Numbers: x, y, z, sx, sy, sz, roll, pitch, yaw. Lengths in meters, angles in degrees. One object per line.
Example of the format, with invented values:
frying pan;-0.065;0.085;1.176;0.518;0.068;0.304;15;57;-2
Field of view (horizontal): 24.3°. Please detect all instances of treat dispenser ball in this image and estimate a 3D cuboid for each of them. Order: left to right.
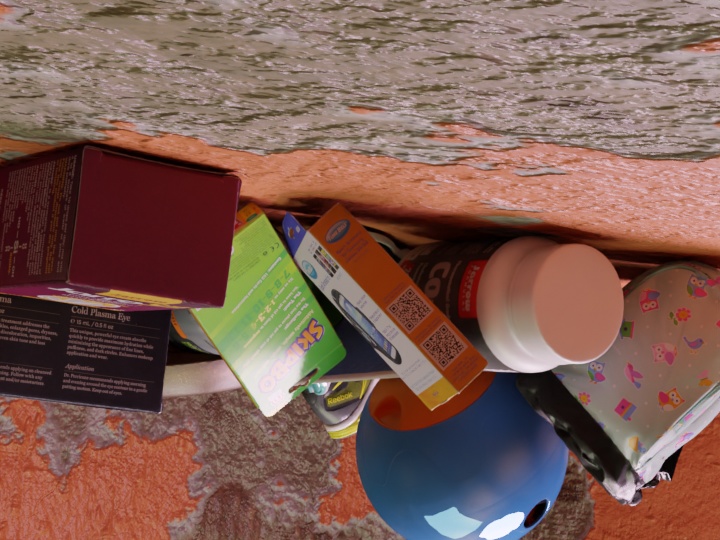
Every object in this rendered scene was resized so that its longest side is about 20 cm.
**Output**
treat dispenser ball;0.095;0.165;1.567;0.200;0.202;0.201;6;174;1

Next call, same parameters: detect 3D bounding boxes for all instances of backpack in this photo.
backpack;0.252;0.085;1.438;0.167;0.200;0.127;49;-175;9

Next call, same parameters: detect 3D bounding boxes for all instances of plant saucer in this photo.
plant saucer;-0.159;0.092;1.592;0.199;0.037;0.200;-5;-175;0

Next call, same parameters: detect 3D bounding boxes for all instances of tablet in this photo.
tablet;0.013;0.066;1.589;0.199;0.014;0.130;-7;-149;38

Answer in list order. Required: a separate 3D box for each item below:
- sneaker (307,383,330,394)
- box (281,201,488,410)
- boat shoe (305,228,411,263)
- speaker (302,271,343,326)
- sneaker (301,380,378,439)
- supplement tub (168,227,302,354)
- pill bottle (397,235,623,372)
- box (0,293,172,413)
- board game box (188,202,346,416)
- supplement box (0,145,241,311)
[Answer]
sneaker;-0.059;0.044;1.741;0.200;0.091;0.078;48;165;38
box;0.014;0.023;1.366;0.200;0.041;0.119;49;166;3
boat shoe;0.000;0.000;1.520;0.075;0.061;0.200;3;173;28
speaker;-0.111;0.016;1.671;0.199;0.089;0.088;2;173;33
sneaker;-0.003;0.078;1.780;0.074;0.201;0.085;-12;135;38
supplement tub;-0.155;0.016;1.541;0.122;0.123;0.199;11;172;-38
pill bottle;0.119;0.029;1.410;0.113;0.115;0.200;10;173;-32
box;-0.265;0.019;1.413;0.199;0.183;0.104;11;173;-32
board game box;-0.086;0.038;1.430;0.030;0.095;0.200;44;168;47
supplement box;-0.196;-0.027;1.280;0.130;0.104;0.200;11;172;-30
